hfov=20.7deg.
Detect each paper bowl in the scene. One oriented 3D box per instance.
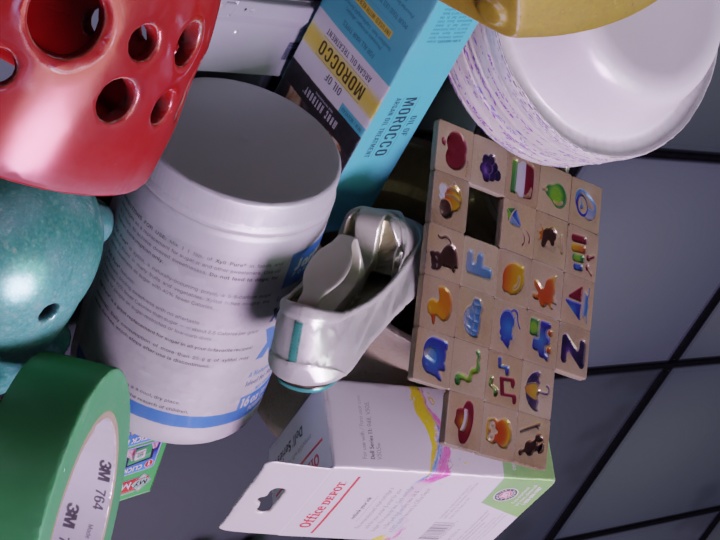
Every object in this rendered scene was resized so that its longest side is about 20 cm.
[{"bbox_3d":[0.152,-0.170,1.256,0.200,0.104,0.202,3,85,-36],"label":"paper bowl"}]

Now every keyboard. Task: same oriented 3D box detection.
[{"bbox_3d":[-0.038,-0.146,1.248,0.200,0.011,0.056,-2,135,-50],"label":"keyboard"}]

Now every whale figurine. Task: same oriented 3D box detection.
[{"bbox_3d":[-0.203,0.014,1.143,0.159,0.104,0.200,-31,148,-23],"label":"whale figurine"}]

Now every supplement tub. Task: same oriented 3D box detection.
[{"bbox_3d":[-0.099,-0.003,1.225,0.132,0.132,0.200,-16,141,-40],"label":"supplement tub"}]

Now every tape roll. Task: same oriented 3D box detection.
[{"bbox_3d":[-0.185,0.149,1.147,0.200,0.048,0.201,14,90,-85],"label":"tape roll"}]

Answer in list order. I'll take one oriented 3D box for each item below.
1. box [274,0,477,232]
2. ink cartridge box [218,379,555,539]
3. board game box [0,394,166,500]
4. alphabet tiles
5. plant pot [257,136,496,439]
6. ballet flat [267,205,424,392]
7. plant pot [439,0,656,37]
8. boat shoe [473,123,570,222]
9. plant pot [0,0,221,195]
[{"bbox_3d":[0.002,-0.123,1.232,0.049,0.082,0.200,-9,140,-43],"label":"box"},{"bbox_3d":[0.013,0.128,1.306,0.199,0.068,0.117,6,148,-21],"label":"ink cartridge box"},{"bbox_3d":[-0.212,0.122,1.343,0.200,0.029,0.135,-15,140,-42],"label":"board game box"},{"bbox_3d":[0.095,0.022,1.265,0.167,0.008,0.201,19,73,-43],"label":"alphabet tiles"},{"bbox_3d":[0.014,0.039,1.384,0.200,0.201,0.184,-15,150,-42],"label":"plant pot"},{"bbox_3d":[0.000,0.000,1.204,0.200,0.069,0.070,-52,167,-54],"label":"ballet flat"},{"bbox_3d":[0.095,-0.241,1.061,0.200,0.194,0.196,-46,154,-27],"label":"plant pot"},{"bbox_3d":[0.120,-0.124,1.350,0.063,0.072,0.201,-25,115,-58],"label":"boat shoe"},{"bbox_3d":[-0.151,-0.159,0.907,0.200,0.200,0.183,7,114,-54],"label":"plant pot"}]
